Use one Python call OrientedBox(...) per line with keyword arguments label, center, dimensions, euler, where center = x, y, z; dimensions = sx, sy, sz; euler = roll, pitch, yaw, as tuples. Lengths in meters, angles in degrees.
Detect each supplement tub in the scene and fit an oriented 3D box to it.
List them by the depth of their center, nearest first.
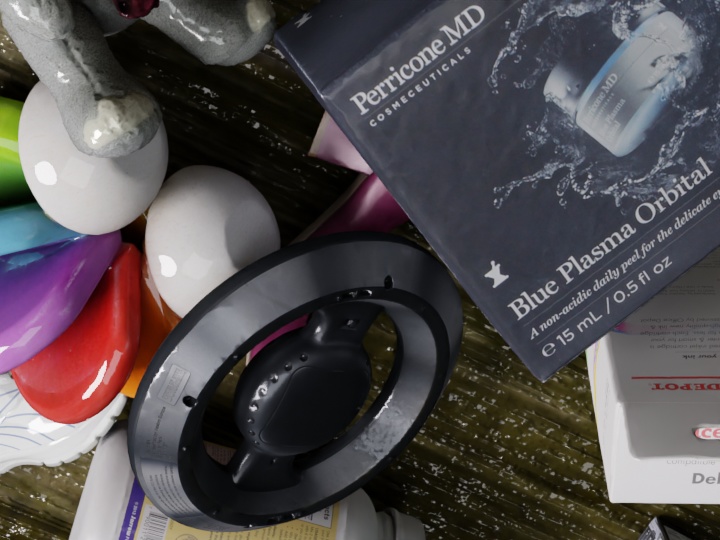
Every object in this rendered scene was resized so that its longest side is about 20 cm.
OrientedBox(label="supplement tub", center=(-0.074, 0.181, 1.085), dimensions=(0.199, 0.146, 0.146), euler=(17, 121, -9))

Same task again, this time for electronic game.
OrientedBox(label="electronic game", center=(-0.032, 0.063, 0.969), dimensions=(0.199, 0.042, 0.201), euler=(-22, 137, -21))

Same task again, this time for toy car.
OrientedBox(label="toy car", center=(-0.156, -0.003, 0.935), dimensions=(0.175, 0.150, 0.200), euler=(-6, 144, 42))

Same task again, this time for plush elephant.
OrientedBox(label="plush elephant", center=(-0.108, -0.185, 0.841), dimensions=(0.200, 0.165, 0.155), euler=(45, 126, 6))

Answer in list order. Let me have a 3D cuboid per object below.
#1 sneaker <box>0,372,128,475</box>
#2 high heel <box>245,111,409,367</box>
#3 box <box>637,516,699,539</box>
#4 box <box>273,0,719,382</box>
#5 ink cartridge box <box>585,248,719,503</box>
OrientedBox(label="sneaker", center=(-0.212, 0.075, 1.059), dimensions=(0.200, 0.075, 0.087), euler=(-30, 125, 17))
OrientedBox(label="high heel", center=(0.000, 0.000, 1.014), dimensions=(0.096, 0.067, 0.201), euler=(20, 117, 1))
OrientedBox(label="box", center=(0.229, 0.270, 1.174), dimensions=(0.199, 0.050, 0.158), euler=(29, 107, -16))
OrientedBox(label="box", center=(0.098, -0.089, 0.904), dimensions=(0.196, 0.117, 0.200), euler=(-38, 115, 3))
OrientedBox(label="ink cartridge box", center=(0.185, 0.064, 0.974), dimensions=(0.116, 0.200, 0.068), euler=(1, 122, 1))
